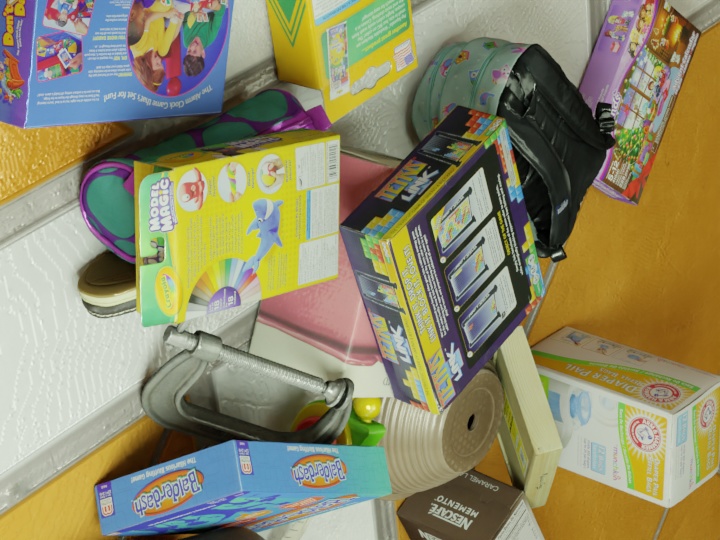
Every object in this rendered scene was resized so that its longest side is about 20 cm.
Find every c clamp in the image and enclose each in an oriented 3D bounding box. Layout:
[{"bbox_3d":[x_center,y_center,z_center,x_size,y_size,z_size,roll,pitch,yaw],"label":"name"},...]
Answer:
[{"bbox_3d":[-0.085,0.094,1.511,0.199,0.027,0.171,26,128,-31],"label":"c clamp"}]

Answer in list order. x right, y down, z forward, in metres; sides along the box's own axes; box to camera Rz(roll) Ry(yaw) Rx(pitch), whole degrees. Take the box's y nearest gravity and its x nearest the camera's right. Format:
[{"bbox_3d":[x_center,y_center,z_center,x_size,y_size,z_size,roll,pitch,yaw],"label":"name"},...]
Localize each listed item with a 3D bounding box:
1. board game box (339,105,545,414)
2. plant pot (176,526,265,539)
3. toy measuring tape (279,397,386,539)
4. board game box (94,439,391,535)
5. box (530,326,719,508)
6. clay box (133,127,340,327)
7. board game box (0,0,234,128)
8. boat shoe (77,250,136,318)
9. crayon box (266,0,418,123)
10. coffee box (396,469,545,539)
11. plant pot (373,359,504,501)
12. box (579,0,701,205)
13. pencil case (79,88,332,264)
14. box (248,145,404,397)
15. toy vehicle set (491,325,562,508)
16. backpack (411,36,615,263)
[{"bbox_3d":[0.073,-0.008,1.569,0.165,0.057,0.201,-45,137,-29],"label":"board game box"},{"bbox_3d":[-0.176,0.302,1.486,0.199,0.187,0.188,2,104,-37],"label":"plant pot"},{"bbox_3d":[-0.047,0.175,1.675,0.073,0.074,0.200,2,131,-52],"label":"toy measuring tape"},{"bbox_3d":[-0.093,0.179,1.541,0.200,0.152,0.045,8,66,-53],"label":"board game box"},{"bbox_3d":[0.264,0.148,1.945,0.101,0.199,0.113,-27,125,-44],"label":"box"},{"bbox_3d":[-0.098,-0.034,1.380,0.200,0.047,0.115,-14,111,-45],"label":"clay box"},{"bbox_3d":[-0.176,-0.178,1.364,0.200,0.045,0.135,-10,113,-50],"label":"board game box"},{"bbox_3d":[-0.134,0.003,1.474,0.200,0.073,0.065,-25,125,-39],"label":"boat shoe"},{"bbox_3d":[-0.019,-0.236,1.537,0.126,0.051,0.201,-37,131,-38],"label":"crayon box"},{"bbox_3d":[0.127,0.290,1.905,0.080,0.114,0.200,-51,138,-24],"label":"coffee box"},{"bbox_3d":[0.070,0.129,1.779,0.200,0.092,0.202,-24,122,-45],"label":"plant pot"},{"bbox_3d":[0.279,-0.182,1.957,0.137,0.039,0.201,24,86,-53],"label":"box"},{"bbox_3d":[-0.117,-0.074,1.449,0.200,0.092,0.085,-30,87,-44],"label":"pencil case"},{"bbox_3d":[0.000,0.000,1.616,0.128,0.109,0.201,3,102,-53],"label":"box"},{"bbox_3d":[0.155,0.146,1.818,0.026,0.125,0.200,-15,159,-5],"label":"toy vehicle set"},{"bbox_3d":[0.138,-0.123,1.729,0.200,0.126,0.167,49,54,-49],"label":"backpack"}]
